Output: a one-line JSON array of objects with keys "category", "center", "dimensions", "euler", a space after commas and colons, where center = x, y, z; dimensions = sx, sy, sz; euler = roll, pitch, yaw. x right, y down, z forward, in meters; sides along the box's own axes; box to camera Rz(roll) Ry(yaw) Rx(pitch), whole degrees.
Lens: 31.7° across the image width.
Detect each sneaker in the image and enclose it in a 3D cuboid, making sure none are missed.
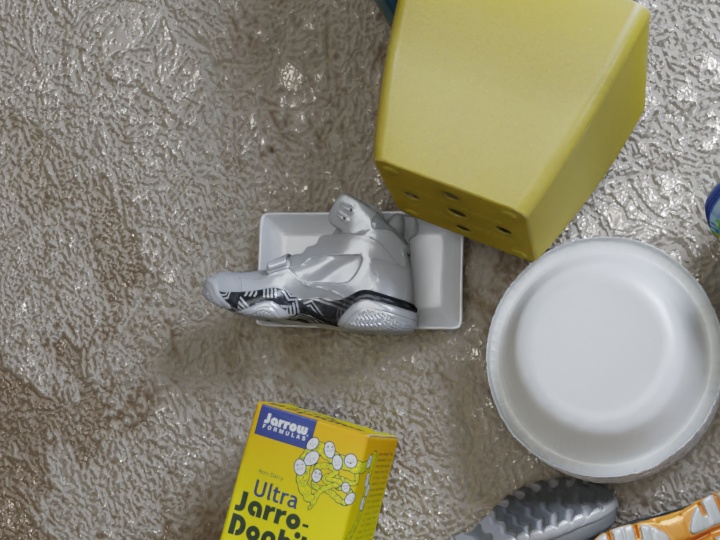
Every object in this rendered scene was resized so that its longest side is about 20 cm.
[{"category": "sneaker", "center": [0.136, 0.249, 1.090], "dimensions": [0.198, 0.075, 0.083], "euler": [-29, 111, 5]}, {"category": "sneaker", "center": [0.272, 0.226, 1.044], "dimensions": [0.196, 0.077, 0.080], "euler": [-7, 76, -5]}, {"category": "sneaker", "center": [-0.041, -0.008, 1.136], "dimensions": [0.197, 0.075, 0.117], "euler": [6, 83, 11]}]

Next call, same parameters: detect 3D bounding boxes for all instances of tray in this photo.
[{"category": "tray", "center": [0.000, 0.000, 1.171], "dimensions": [0.197, 0.022, 0.109], "euler": [0, 84, 15]}]

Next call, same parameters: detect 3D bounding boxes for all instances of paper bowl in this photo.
[{"category": "paper bowl", "center": [0.203, 0.072, 1.058], "dimensions": [0.197, 0.104, 0.204], "euler": [-4, 76, 16]}]

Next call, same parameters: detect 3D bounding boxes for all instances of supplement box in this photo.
[{"category": "supplement box", "center": [-0.052, 0.228, 1.110], "dimensions": [0.107, 0.109, 0.203], "euler": [13, 86, 16]}]

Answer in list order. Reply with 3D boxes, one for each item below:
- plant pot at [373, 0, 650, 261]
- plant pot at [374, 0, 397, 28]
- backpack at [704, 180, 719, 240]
[{"category": "plant pot", "center": [0.114, -0.126, 1.050], "dimensions": [0.198, 0.200, 0.178], "euler": [21, 79, 17]}, {"category": "plant pot", "center": [0.084, -0.349, 1.115], "dimensions": [0.194, 0.196, 0.203], "euler": [-17, 70, 12]}, {"category": "backpack", "center": [0.359, -0.037, 0.987], "dimensions": [0.182, 0.200, 0.148], "euler": [-36, 75, 9]}]
